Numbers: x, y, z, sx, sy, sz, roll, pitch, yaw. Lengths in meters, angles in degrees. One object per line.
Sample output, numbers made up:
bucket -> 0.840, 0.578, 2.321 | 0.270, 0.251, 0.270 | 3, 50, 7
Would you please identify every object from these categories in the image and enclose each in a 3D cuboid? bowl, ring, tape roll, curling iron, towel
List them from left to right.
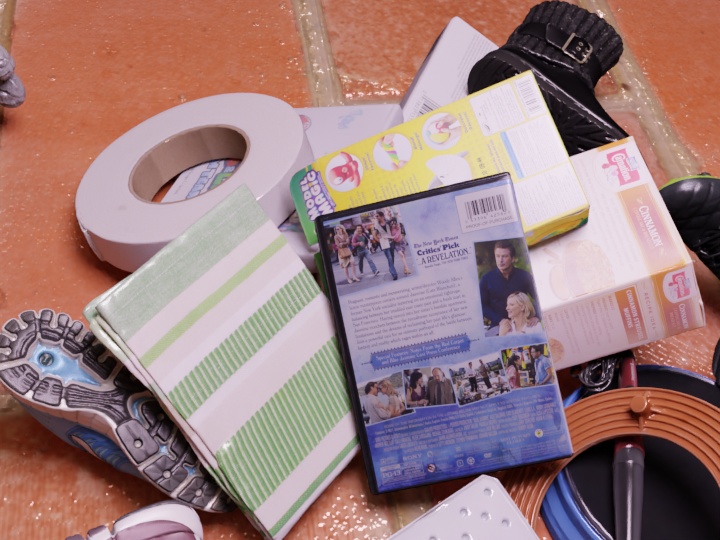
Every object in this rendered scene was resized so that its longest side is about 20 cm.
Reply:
tape roll -> -0.138, -0.076, 0.845 | 0.202, 0.037, 0.203 | -12, 41, 10
towel -> -0.073, 0.063, 0.693 | 0.153, 0.023, 0.200 | -43, 103, -33
curling iron -> 0.179, 0.130, 0.717 | 0.049, 0.026, 0.200 | -8, 52, 13
ring -> 0.171, 0.165, 0.660 | 0.200, 0.019, 0.201 | -19, 50, 25
bowl -> 0.229, 0.154, 0.744 | 0.200, 0.039, 0.201 | 4, 48, -5

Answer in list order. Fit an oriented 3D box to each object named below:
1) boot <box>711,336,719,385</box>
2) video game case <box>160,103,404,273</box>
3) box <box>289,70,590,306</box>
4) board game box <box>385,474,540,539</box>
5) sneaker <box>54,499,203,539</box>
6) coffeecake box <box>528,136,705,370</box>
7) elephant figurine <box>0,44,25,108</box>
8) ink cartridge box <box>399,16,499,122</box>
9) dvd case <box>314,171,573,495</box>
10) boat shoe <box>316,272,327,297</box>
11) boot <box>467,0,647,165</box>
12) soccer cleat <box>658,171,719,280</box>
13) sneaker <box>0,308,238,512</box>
boot -> 0.370, 0.094, 0.734 | 0.162, 0.074, 0.198 | 10, 11, -15
video game case -> -0.077, -0.075, 0.864 | 0.181, 0.024, 0.200 | 2, 43, 26
box -> 0.055, -0.053, 0.752 | 0.199, 0.048, 0.118 | -21, 74, 5
board game box -> 0.055, 0.248, 0.570 | 0.200, 0.026, 0.200 | -27, 73, -28
sneaker -> -0.169, 0.222, 0.601 | 0.200, 0.076, 0.116 | -20, 57, -25
coffeecake box -> 0.139, -0.003, 0.783 | 0.199, 0.073, 0.154 | -18, 41, 11
elephant figurine -> -0.399, -0.136, 0.856 | 0.155, 0.142, 0.200 | 18, 59, 46
ink cartridge box -> 0.124, -0.135, 0.983 | 0.173, 0.044, 0.200 | 35, 48, -9
dvd case -> 0.056, 0.044, 0.706 | 0.142, 0.018, 0.201 | -13, 86, 8
boat shoe -> 0.000, 0.000, 0.822 | 0.071, 0.070, 0.201 | -3, 46, -2
boot -> 0.217, -0.165, 0.979 | 0.211, 0.079, 0.158 | 45, 47, 3
soccer cleat -> 0.315, -0.012, 0.835 | 0.200, 0.067, 0.081 | 30, 48, -32
sneaker -> -0.160, 0.100, 0.705 | 0.200, 0.090, 0.078 | 35, 63, -6
